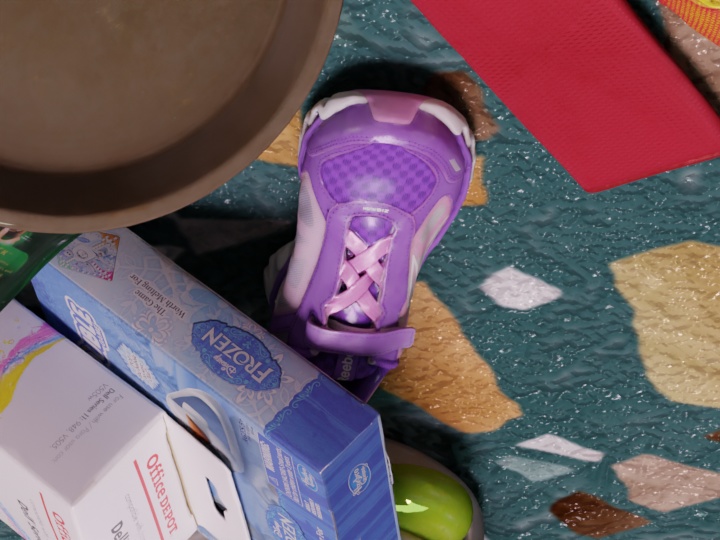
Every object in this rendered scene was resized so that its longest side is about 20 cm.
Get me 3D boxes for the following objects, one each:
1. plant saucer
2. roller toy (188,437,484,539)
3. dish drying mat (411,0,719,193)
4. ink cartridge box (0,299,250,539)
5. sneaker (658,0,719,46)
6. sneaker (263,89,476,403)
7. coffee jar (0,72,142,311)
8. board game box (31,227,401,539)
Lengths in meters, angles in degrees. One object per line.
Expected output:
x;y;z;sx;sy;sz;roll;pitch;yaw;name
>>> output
-0.103;-0.110;0.743;0.200;0.029;0.200;-7;115;-15;plant saucer
-0.024;0.188;1.154;0.182;0.140;0.200;0;146;9;roller toy
0.076;-0.098;0.831;0.077;0.018;0.200;-17;141;31;dish drying mat
-0.149;0.089;1.003;0.200;0.067;0.117;33;155;25;ink cartridge box
0.111;-0.127;0.731;0.073;0.077;0.200;-19;140;29;sneaker
0.000;0.000;0.923;0.080;0.089;0.200;11;144;-6;sneaker
-0.175;-0.023;0.847;0.200;0.104;0.085;-43;125;15;coffee jar
-0.068;0.078;0.991;0.199;0.043;0.200;36;156;27;board game box
